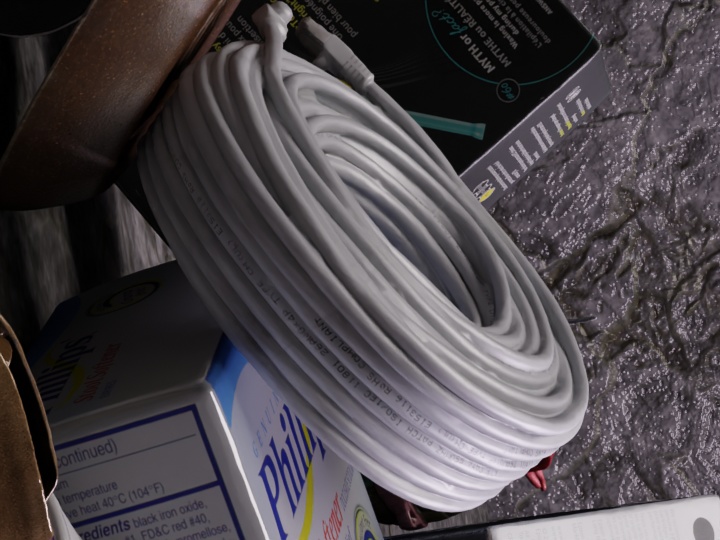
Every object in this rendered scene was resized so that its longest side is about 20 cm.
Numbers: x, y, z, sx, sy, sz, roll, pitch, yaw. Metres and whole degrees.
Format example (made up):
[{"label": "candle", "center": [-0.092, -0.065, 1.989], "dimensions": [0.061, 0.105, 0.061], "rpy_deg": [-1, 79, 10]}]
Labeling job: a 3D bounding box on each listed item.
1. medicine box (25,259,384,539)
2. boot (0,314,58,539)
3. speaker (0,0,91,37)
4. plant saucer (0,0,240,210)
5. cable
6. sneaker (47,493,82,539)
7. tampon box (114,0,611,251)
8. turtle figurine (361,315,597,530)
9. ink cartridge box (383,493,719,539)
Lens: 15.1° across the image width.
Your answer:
[{"label": "medicine box", "center": [-0.057, 0.115, 1.035], "dimensions": [0.182, 0.102, 0.201], "rpy_deg": [-73, 146, -72]}, {"label": "boot", "center": [-0.136, 0.005, 0.751], "dimensions": [0.074, 0.075, 0.201], "rpy_deg": [-87, 166, -53]}, {"label": "speaker", "center": [-0.117, -0.141, 1.086], "dimensions": [0.200, 0.081, 0.082], "rpy_deg": [-62, 143, -78]}, {"label": "plant saucer", "center": [-0.074, -0.099, 1.039], "dimensions": [0.201, 0.037, 0.200], "rpy_deg": [-58, -178, 3]}, {"label": "cable", "center": [0.000, 0.000, 1.020], "dimensions": [0.200, 0.069, 0.200], "rpy_deg": [47, 17, -4]}, {"label": "sneaker", "center": [-0.097, 0.162, 0.864], "dimensions": [0.100, 0.074, 0.202], "rpy_deg": [60, 22, -69]}, {"label": "tampon box", "center": [-0.008, -0.078, 1.226], "dimensions": [0.150, 0.200, 0.126], "rpy_deg": [49, 3, 9]}, {"label": "turtle figurine", "center": [0.010, 0.065, 1.177], "dimensions": [0.150, 0.199, 0.101], "rpy_deg": [50, 23, -72]}, {"label": "ink cartridge box", "center": [0.066, 0.136, 1.235], "dimensions": [0.199, 0.197, 0.044], "rpy_deg": [0, 79, -42]}]
